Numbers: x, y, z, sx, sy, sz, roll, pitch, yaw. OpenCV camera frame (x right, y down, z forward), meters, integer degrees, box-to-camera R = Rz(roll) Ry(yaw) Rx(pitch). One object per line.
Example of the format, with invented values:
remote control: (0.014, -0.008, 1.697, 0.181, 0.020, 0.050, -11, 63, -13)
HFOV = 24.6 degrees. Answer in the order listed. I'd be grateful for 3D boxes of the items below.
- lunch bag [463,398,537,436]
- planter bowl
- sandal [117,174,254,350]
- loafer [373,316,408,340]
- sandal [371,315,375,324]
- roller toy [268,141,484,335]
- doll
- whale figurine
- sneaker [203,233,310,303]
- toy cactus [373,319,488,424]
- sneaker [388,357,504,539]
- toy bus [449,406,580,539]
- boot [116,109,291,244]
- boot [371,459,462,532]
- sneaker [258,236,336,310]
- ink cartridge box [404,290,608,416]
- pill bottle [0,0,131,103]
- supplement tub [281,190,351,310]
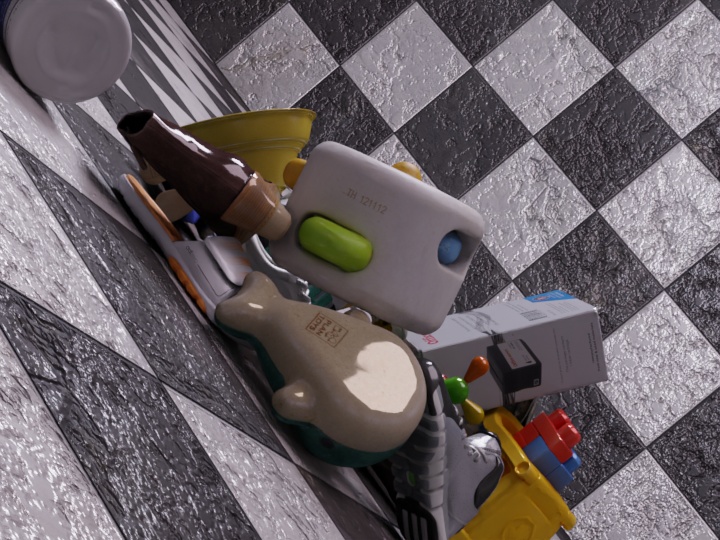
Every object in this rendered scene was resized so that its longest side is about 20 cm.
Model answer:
lunch bag: (0.138, 0.176, 1.958, 0.118, 0.200, 0.164, 50, 3, 3)
planter bowl: (-0.139, -0.117, 1.851, 0.200, 0.198, 0.085, 24, 55, -82)
sandal: (-0.142, -0.019, 1.484, 0.207, 0.059, 0.079, 52, 4, 10)
loafer: (0.000, 0.000, 1.730, 0.070, 0.069, 0.201, 87, -15, -44)
sandal: (0.010, 0.090, 1.767, 0.213, 0.069, 0.078, -99, -164, -47)
roller toy: (0.017, -0.037, 1.550, 0.181, 0.141, 0.200, 25, 1, -20)
doll: (-0.184, -0.089, 1.701, 0.200, 0.048, 0.138, 11, 57, -88)
whale figurine: (-0.041, 0.090, 1.433, 0.199, 0.104, 0.159, 35, 40, 4)
sneaker: (-0.078, 0.035, 1.650, 0.201, 0.071, 0.073, 53, 3, -8)
toy cactus: (0.034, 0.093, 1.618, 0.164, 0.103, 0.199, 35, 6, 35)
sneaker: (0.083, 0.155, 1.536, 0.075, 0.115, 0.202, 24, -53, 41)
toy bus: (0.141, 0.211, 1.730, 0.136, 0.192, 0.200, 47, 4, -31)
boot: (-0.151, -0.094, 1.517, 0.166, 0.073, 0.200, 38, -7, -18)
boot: (0.012, 0.165, 1.574, 0.186, 0.064, 0.200, 44, -2, 28)
sneaker: (-0.089, 0.006, 1.747, 0.201, 0.074, 0.087, 62, -10, -13)
ink cartridge box: (0.149, 0.091, 1.787, 0.145, 0.198, 0.085, -142, -140, -77)
pill bottle: (-0.284, -0.244, 1.521, 0.111, 0.111, 0.200, 48, 4, -36)
supplement tub: (-0.020, -0.031, 1.896, 0.199, 0.145, 0.145, -14, 58, -45)
